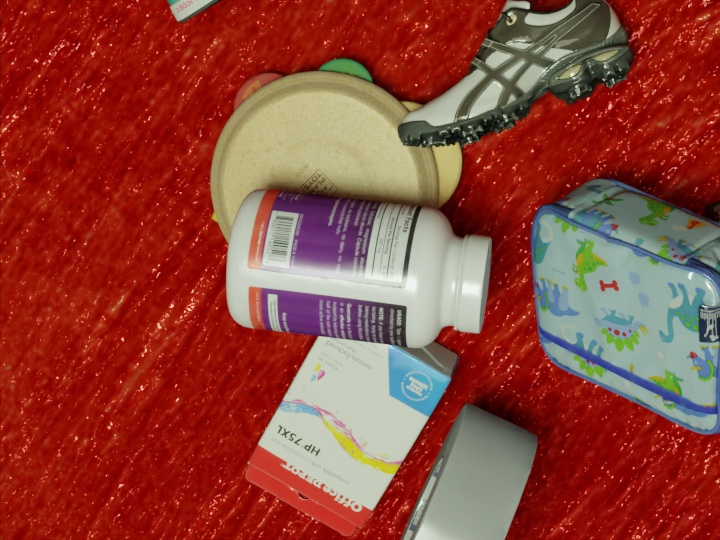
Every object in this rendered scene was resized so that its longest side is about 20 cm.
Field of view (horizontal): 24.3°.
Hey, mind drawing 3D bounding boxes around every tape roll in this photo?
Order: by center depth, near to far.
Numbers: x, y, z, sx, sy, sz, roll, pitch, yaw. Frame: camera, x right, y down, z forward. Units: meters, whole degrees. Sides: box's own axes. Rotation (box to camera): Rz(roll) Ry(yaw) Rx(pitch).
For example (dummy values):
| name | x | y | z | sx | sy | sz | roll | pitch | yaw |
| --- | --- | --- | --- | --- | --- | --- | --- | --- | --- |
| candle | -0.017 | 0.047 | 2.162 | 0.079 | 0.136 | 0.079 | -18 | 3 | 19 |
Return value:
| name | x | y | z | sx | sy | sz | roll | pitch | yaw |
| --- | --- | --- | --- | --- | --- | --- | --- | --- | --- |
| tape roll | 0.076 | 0.212 | 1.367 | 0.066 | 0.200 | 0.200 | 23 | 106 | 2 |

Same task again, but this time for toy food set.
| name | x | y | z | sx | sy | sz | roll | pitch | yaw |
| --- | --- | --- | --- | --- | --- | --- | --- | --- | --- |
| toy food set | -0.030 | -0.075 | 1.391 | 0.198 | 0.049 | 0.200 | 30 | 107 | 1 |

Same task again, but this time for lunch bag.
| name | x | y | z | sx | sy | sz | roll | pitch | yaw |
| --- | --- | --- | --- | --- | --- | --- | --- | --- | --- |
| lunch bag | 0.226 | 0.030 | 1.302 | 0.200 | 0.082 | 0.161 | 28 | 135 | 41 |

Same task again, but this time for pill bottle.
| name | x | y | z | sx | sy | sz | roll | pitch | yaw |
| --- | --- | --- | --- | --- | --- | --- | --- | --- | --- |
| pill bottle | 0.000 | 0.000 | 1.321 | 0.200 | 0.112 | 0.113 | 7 | 105 | 7 |

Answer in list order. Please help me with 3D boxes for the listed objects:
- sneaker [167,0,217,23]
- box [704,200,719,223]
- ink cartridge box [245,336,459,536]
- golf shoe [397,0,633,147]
| name | x | y | z | sx | sy | sz | roll | pitch | yaw |
| --- | --- | --- | --- | --- | --- | --- | --- | --- | --- |
| sneaker | -0.105 | -0.289 | 1.315 | 0.200 | 0.084 | 0.121 | -26 | 101 | 38 |
| box | 0.375 | -0.044 | 1.307 | 0.200 | 0.100 | 0.075 | -21 | 99 | 13 |
| ink cartridge box | -0.015 | 0.135 | 1.431 | 0.116 | 0.067 | 0.200 | 29 | 107 | 1 |
| golf shoe | 0.114 | -0.162 | 1.333 | 0.200 | 0.078 | 0.095 | -23 | 87 | -2 |
